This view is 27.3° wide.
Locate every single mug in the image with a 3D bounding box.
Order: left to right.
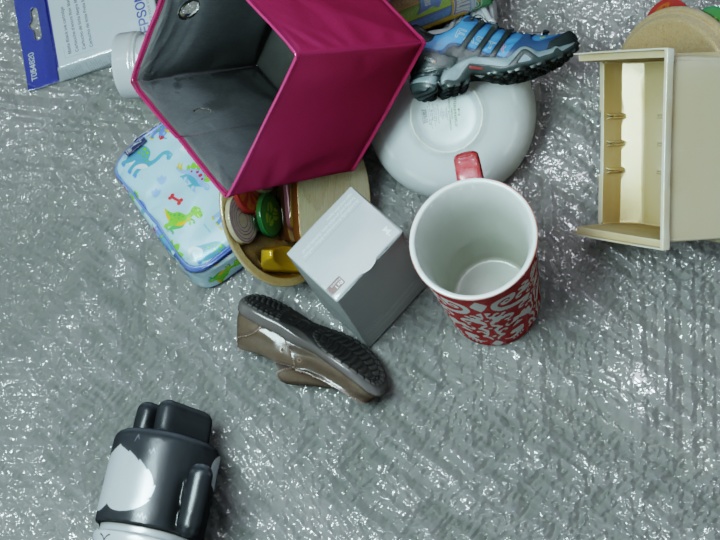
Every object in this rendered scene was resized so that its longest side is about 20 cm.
[{"bbox_3d":[0.143,-0.018,1.609,0.132,0.200,0.179,18,74,18],"label":"mug"}]

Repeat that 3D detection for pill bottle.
[{"bbox_3d":[-0.199,-0.260,1.819,0.198,0.111,0.112,-4,69,10],"label":"pill bottle"}]

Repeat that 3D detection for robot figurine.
[{"bbox_3d":[-0.225,0.247,1.631,0.124,0.150,0.202,11,72,-1],"label":"robot figurine"}]

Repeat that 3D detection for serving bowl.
[{"bbox_3d":[0.101,-0.179,1.705,0.198,0.066,0.202,1,97,9],"label":"serving bowl"}]

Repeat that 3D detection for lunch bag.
[{"bbox_3d":[-0.185,-0.097,1.775,0.160,0.083,0.200,-35,68,-5],"label":"lunch bag"}]

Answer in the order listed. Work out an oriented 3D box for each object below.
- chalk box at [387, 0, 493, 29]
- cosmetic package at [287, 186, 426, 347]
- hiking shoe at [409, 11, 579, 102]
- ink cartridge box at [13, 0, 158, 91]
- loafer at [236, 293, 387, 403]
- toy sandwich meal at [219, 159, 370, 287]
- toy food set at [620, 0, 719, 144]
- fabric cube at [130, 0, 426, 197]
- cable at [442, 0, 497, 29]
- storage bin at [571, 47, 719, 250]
[{"bbox_3d":[0.080,-0.369,1.718,0.199,0.124,0.125,-22,66,4],"label":"chalk box"},{"bbox_3d":[0.000,0.000,1.633,0.107,0.200,0.090,-46,68,-7],"label":"cosmetic package"},{"bbox_3d":[0.144,-0.250,1.637,0.198,0.074,0.087,-12,83,-9],"label":"hiking shoe"},{"bbox_3d":[-0.360,-0.351,1.926,0.198,0.041,0.201,-17,68,6],"label":"ink cartridge box"},{"bbox_3d":[-0.058,0.100,1.690,0.199,0.073,0.071,30,113,19],"label":"loafer"},{"bbox_3d":[-0.073,-0.075,1.686,0.070,0.205,0.207,-5,66,43],"label":"toy sandwich meal"},{"bbox_3d":[0.359,-0.200,1.651,0.048,0.200,0.199,-11,63,-37],"label":"toy food set"},{"bbox_3d":[-0.091,-0.226,1.591,0.200,0.199,0.197,49,130,23],"label":"fabric cube"},{"bbox_3d":[0.068,-0.296,1.799,0.198,0.069,0.202,-15,67,7],"label":"cable"},{"bbox_3d":[0.306,-0.133,1.581,0.093,0.198,0.202,-4,98,-23],"label":"storage bin"}]
